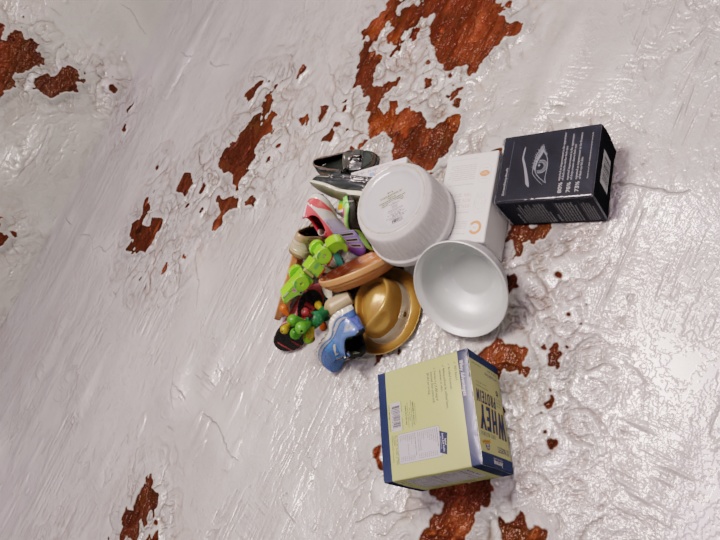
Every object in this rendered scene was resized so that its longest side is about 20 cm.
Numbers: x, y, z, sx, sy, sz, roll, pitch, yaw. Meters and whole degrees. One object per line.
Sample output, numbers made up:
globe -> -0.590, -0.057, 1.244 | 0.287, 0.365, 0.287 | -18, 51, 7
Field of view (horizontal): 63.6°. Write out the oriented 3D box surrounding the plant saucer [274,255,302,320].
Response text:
plant saucer -> -0.176, 0.027, 1.459 | 0.200, 0.031, 0.206 | -164, 89, -83

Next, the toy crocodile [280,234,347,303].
toy crocodile -> -0.111, -0.005, 1.333 | 0.201, 0.062, 0.067 | -49, 30, 1

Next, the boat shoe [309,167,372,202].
boat shoe -> -0.034, -0.203, 1.341 | 0.196, 0.074, 0.068 | 17, 79, 42

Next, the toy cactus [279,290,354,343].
toy cactus -> -0.092, 0.095, 1.297 | 0.163, 0.200, 0.104 | -32, 77, 7

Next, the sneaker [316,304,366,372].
sneaker -> -0.038, 0.170, 1.270 | 0.090, 0.077, 0.202 | 50, 144, 25

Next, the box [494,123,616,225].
box -> 0.375, -0.180, 1.124 | 0.196, 0.104, 0.152 | 2, 70, 40

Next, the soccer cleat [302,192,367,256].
soccer cleat -> -0.062, -0.091, 1.379 | 0.067, 0.200, 0.074 | -11, 41, 47

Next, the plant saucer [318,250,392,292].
plant saucer -> 0.000, 0.000, 1.320 | 0.196, 0.199, 0.038 | -17, 100, 32

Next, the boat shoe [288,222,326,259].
boat shoe -> -0.100, -0.087, 1.421 | 0.070, 0.199, 0.066 | 28, 119, 16

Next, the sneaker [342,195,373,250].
sneaker -> 0.018, -0.116, 1.325 | 0.082, 0.200, 0.079 | -15, 63, 22

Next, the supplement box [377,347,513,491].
supplement box -> 0.151, 0.279, 1.065 | 0.196, 0.133, 0.205 | -21, 57, 30

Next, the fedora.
fedora -> 0.041, 0.081, 1.288 | 0.197, 0.081, 0.206 | -19, 59, 33

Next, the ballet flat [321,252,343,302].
ballet flat -> -0.071, 0.015, 1.421 | 0.067, 0.070, 0.203 | -34, 51, 21

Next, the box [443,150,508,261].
box -> 0.239, -0.132, 1.218 | 0.122, 0.097, 0.205 | 0, 69, 39

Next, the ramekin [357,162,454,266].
ramekin -> 0.086, -0.122, 1.190 | 0.196, 0.105, 0.205 | -15, 60, 26

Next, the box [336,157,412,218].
box -> 0.053, -0.177, 1.384 | 0.196, 0.112, 0.104 | -9, 64, 35

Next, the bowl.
bowl -> 0.210, 0.021, 1.146 | 0.197, 0.090, 0.206 | 16, 121, 29

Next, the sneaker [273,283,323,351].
sneaker -> -0.146, 0.117, 1.449 | 0.202, 0.073, 0.087 | -54, 7, 20

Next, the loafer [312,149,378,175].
loafer -> -0.045, -0.285, 1.550 | 0.196, 0.062, 0.074 | -5, 66, 38

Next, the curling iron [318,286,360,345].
curling iron -> -0.041, 0.115, 1.356 | 0.025, 0.049, 0.204 | 27, 92, 61
